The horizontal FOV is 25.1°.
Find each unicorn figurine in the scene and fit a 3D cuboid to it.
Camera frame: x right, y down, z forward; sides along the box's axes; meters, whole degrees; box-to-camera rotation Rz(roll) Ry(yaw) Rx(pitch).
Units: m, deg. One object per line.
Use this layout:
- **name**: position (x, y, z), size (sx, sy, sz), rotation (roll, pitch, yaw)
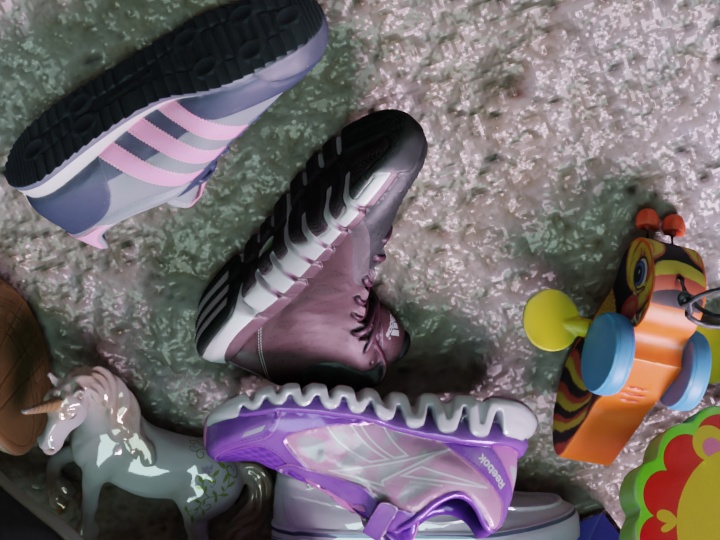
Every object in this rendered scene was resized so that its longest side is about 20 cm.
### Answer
- **unicorn figurine**: position (-0.142, 0.124, 1.002), size (0.198, 0.074, 0.138), rotation (11, 124, -30)

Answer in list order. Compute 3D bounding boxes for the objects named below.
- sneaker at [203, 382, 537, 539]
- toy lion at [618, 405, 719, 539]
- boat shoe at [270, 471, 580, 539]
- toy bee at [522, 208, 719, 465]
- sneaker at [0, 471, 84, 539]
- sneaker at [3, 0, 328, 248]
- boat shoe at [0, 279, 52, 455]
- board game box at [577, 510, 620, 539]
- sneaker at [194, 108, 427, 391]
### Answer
- **sneaker**: position (0.005, 0.117, 0.952), size (0.198, 0.081, 0.090), rotation (4, 76, -5)
- **toy lion**: position (0.248, 0.132, 0.948), size (0.190, 0.202, 0.069), rotation (15, 161, -6)
- **boat shoe**: position (0.043, 0.145, 1.013), size (0.198, 0.074, 0.066), rotation (-1, 94, -14)
- **toy bee**: position (0.174, 0.027, 0.944), size (0.130, 0.110, 0.199), rotation (27, 139, -31)
- **sneaker**: position (-0.258, 0.149, 0.947), size (0.198, 0.106, 0.076), rotation (22, 100, 26)
- **sneaker**: position (-0.094, -0.081, 0.894), size (0.198, 0.071, 0.082), rotation (-25, 134, 15)
- **boat shoe**: position (-0.250, 0.028, 0.952), size (0.071, 0.072, 0.201), rotation (2, 137, 33)
- **board game box**: position (0.161, 0.289, 1.035), size (0.096, 0.160, 0.202), rotation (-19, 120, -8)
- **sneaker**: position (0.000, 0.000, 0.936), size (0.115, 0.076, 0.200), rotation (31, 125, -23)
